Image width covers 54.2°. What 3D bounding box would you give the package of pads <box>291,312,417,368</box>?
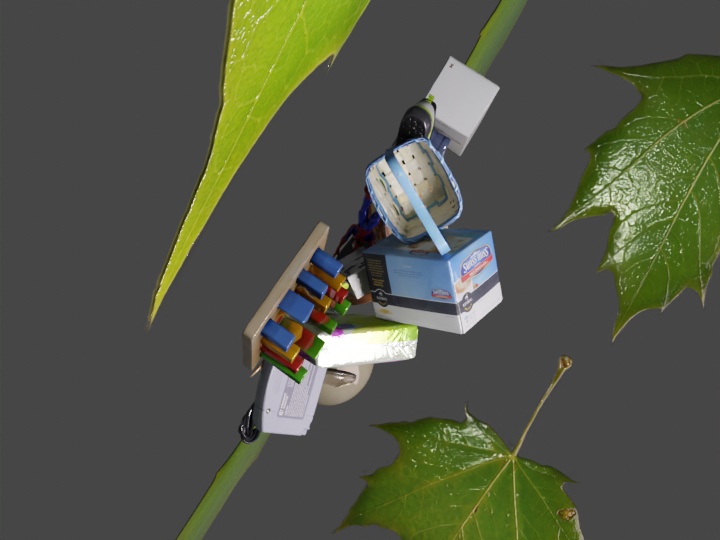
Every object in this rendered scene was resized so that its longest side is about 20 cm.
[{"bbox_3d":[-0.017,0.122,1.254,0.154,0.196,0.070,-168,-102,-65],"label":"package of pads"}]

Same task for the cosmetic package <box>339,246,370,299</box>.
[{"bbox_3d":[0.000,0.000,1.382,0.081,0.051,0.200,-28,-169,-7],"label":"cosmetic package"}]

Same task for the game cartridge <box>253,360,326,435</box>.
[{"bbox_3d":[-0.128,0.205,1.320,0.041,0.131,0.204,16,-91,52],"label":"game cartridge"}]

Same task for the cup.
[{"bbox_3d":[-0.081,0.172,1.527,0.202,0.198,0.144,-56,153,-15],"label":"cup"}]

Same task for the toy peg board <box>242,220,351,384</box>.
[{"bbox_3d":[-0.083,0.065,1.064,0.202,0.097,0.200,-57,177,-22],"label":"toy peg board"}]

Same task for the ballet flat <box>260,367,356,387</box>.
[{"bbox_3d":[-0.104,0.220,1.409,0.067,0.195,0.048,168,-75,-72],"label":"ballet flat"}]

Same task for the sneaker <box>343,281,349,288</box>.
[{"bbox_3d":[-0.073,0.038,1.346,0.081,0.074,0.200,-40,173,-8],"label":"sneaker"}]

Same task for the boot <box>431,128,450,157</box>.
[{"bbox_3d":[0.111,-0.217,1.441,0.073,0.089,0.201,-55,175,-33],"label":"boot"}]

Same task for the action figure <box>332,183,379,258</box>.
[{"bbox_3d":[0.002,-0.076,1.352,0.100,0.064,0.201,-63,178,-29],"label":"action figure"}]

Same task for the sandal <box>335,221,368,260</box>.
[{"bbox_3d":[0.017,-0.079,1.501,0.203,0.074,0.048,-58,160,-8],"label":"sandal"}]

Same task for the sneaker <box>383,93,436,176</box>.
[{"bbox_3d":[0.097,-0.231,1.285,0.083,0.071,0.201,-56,176,-40],"label":"sneaker"}]

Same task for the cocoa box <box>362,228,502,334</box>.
[{"bbox_3d":[0.123,0.009,1.213,0.132,0.197,0.134,-31,116,-39],"label":"cocoa box"}]

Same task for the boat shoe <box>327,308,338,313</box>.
[{"bbox_3d":[-0.037,0.016,1.596,0.202,0.061,0.073,-60,176,33],"label":"boat shoe"}]

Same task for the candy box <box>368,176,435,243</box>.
[{"bbox_3d":[0.101,-0.116,1.486,0.198,0.055,0.118,-27,119,-38],"label":"candy box"}]

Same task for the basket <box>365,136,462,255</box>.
[{"bbox_3d":[0.090,-0.125,1.156,0.137,0.178,0.200,-30,-166,6],"label":"basket"}]

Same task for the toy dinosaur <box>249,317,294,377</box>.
[{"bbox_3d":[-0.126,0.147,1.355,0.060,0.109,0.198,-24,157,37],"label":"toy dinosaur"}]

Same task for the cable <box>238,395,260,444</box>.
[{"bbox_3d":[-0.223,0.316,1.652,0.165,0.050,0.200,-61,175,32],"label":"cable"}]

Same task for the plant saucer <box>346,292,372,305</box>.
[{"bbox_3d":[0.052,0.006,1.440,0.197,0.033,0.201,-26,-167,6],"label":"plant saucer"}]

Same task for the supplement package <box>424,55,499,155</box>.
[{"bbox_3d":[0.194,-0.329,1.434,0.119,0.116,0.200,-57,176,1],"label":"supplement package"}]
